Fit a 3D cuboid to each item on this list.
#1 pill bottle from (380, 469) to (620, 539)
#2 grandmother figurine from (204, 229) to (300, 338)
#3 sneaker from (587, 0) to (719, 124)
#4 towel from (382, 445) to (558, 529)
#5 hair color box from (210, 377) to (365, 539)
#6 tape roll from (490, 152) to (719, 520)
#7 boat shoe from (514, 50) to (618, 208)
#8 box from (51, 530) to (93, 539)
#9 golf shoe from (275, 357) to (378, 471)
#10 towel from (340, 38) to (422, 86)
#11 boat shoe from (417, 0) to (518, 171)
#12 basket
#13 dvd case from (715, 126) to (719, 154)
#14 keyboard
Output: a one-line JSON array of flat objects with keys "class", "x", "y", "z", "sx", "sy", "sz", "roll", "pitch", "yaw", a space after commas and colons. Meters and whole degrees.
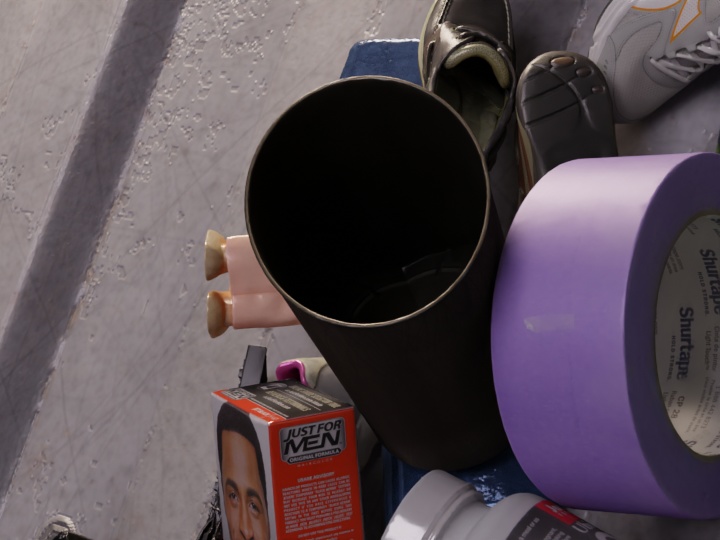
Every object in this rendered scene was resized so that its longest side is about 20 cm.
[{"class": "pill bottle", "x": 0.108, "y": 0.192, "z": 1.030, "sx": 0.199, "sy": 0.111, "sz": 0.111, "roll": 27, "pitch": 87, "yaw": 22}, {"class": "grandmother figurine", "x": 0.000, "y": 0.000, "z": 1.206, "sx": 0.198, "sy": 0.122, "sz": 0.061, "roll": -1, "pitch": 21, "yaw": 1}, {"class": "sneaker", "x": 0.218, "y": -0.156, "z": 1.150, "sx": 0.200, "sy": 0.075, "sz": 0.092, "roll": -51, "pitch": 40, "yaw": 30}, {"class": "towel", "x": 0.068, "y": 0.152, "z": 1.148, "sx": 0.111, "sy": 0.049, "sz": 0.202, "roll": -8, "pitch": 62, "yaw": 16}, {"class": "hair color box", "x": -0.041, "y": 0.176, "z": 1.147, "sx": 0.101, "sy": 0.061, "sz": 0.202, "roll": -165, "pitch": 69, "yaw": -64}, {"class": "tape roll", "x": 0.161, "y": 0.036, "z": 1.040, "sx": 0.084, "sy": 0.200, "sz": 0.202, "roll": -1, "pitch": 69, "yaw": 39}, {"class": "boat shoe", "x": 0.137, "y": -0.035, "z": 1.186, "sx": 0.075, "sy": 0.074, "sz": 0.202, "roll": -3, "pitch": 80, "yaw": -5}, {"class": "box", "x": -0.199, "y": 0.311, "z": 1.273, "sx": 0.164, "sy": 0.086, "sz": 0.201, "roll": -43, "pitch": 49, "yaw": 15}, {"class": "golf shoe", "x": -0.053, "y": 0.149, "z": 1.233, "sx": 0.075, "sy": 0.091, "sz": 0.202, "roll": 11, "pitch": 78, "yaw": 39}, {"class": "towel", "x": 0.013, "y": -0.062, "z": 1.299, "sx": 0.111, "sy": 0.048, "sz": 0.202, "roll": 8, "pitch": 76, "yaw": 38}, {"class": "boat shoe", "x": 0.073, "y": -0.123, "z": 1.211, "sx": 0.066, "sy": 0.071, "sz": 0.202, "roll": 122, "pitch": 164, "yaw": -56}, {"class": "basket", "x": 0.030, "y": 0.017, "z": 1.081, "sx": 0.135, "sy": 0.201, "sz": 0.181, "roll": -24, "pitch": 50, "yaw": 2}, {"class": "dvd case", "x": 0.286, "y": -0.102, "z": 1.130, "sx": 0.142, "sy": 0.018, "sz": 0.202, "roll": 0, "pitch": 68, "yaw": 38}, {"class": "keyboard", "x": -0.091, "y": 0.148, "z": 1.251, "sx": 0.020, "sy": 0.127, "sz": 0.202, "roll": 10, "pitch": 72, "yaw": 1}]
